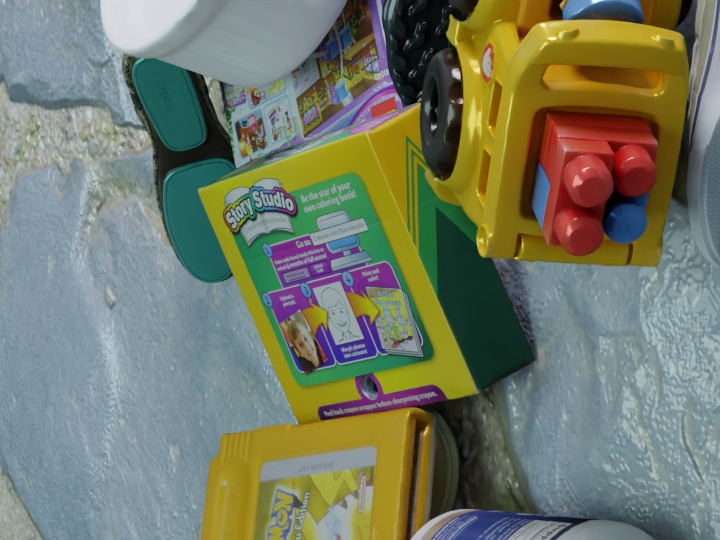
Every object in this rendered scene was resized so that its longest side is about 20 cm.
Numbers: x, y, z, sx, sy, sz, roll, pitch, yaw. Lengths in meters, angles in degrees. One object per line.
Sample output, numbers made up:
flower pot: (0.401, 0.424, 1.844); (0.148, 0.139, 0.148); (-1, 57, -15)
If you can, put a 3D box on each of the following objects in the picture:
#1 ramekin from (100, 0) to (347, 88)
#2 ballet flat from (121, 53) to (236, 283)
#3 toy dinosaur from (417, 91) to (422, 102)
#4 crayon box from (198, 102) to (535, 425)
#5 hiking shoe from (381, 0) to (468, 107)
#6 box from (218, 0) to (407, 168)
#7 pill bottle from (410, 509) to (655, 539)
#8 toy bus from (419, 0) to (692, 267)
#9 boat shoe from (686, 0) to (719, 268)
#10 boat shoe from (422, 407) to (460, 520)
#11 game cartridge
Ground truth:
ramekin: (-0.074, -0.214, 1.604); (0.200, 0.097, 0.202); (-38, 40, 42)
ballet flat: (-0.117, -0.090, 1.753); (0.075, 0.067, 0.201); (-93, -11, -57)
toy dinosaur: (0.109, -0.146, 1.461); (0.182, 0.200, 0.105); (-47, 23, 17)
crayon box: (0.000, 0.000, 1.591); (0.200, 0.058, 0.174); (-14, 100, 54)
hiking shoe: (0.045, -0.197, 1.536); (0.087, 0.074, 0.201); (-119, 29, -71)
box: (-0.023, -0.124, 1.652); (0.200, 0.039, 0.138); (-21, 78, 53)
pill bottle: (0.116, 0.197, 1.455); (0.199, 0.110, 0.112); (-2, 94, 54)
toy bus: (0.115, -0.096, 1.323); (0.192, 0.135, 0.201); (-106, 22, -65)
boat shoe: (0.207, -0.101, 1.327); (0.062, 0.071, 0.202); (-132, 47, -72)
boat shoe: (0.000, 0.165, 1.647); (0.074, 0.066, 0.200); (59, 138, 30)
game cartridge: (-0.035, 0.183, 1.599); (0.199, 0.032, 0.178); (-11, 67, 46)
